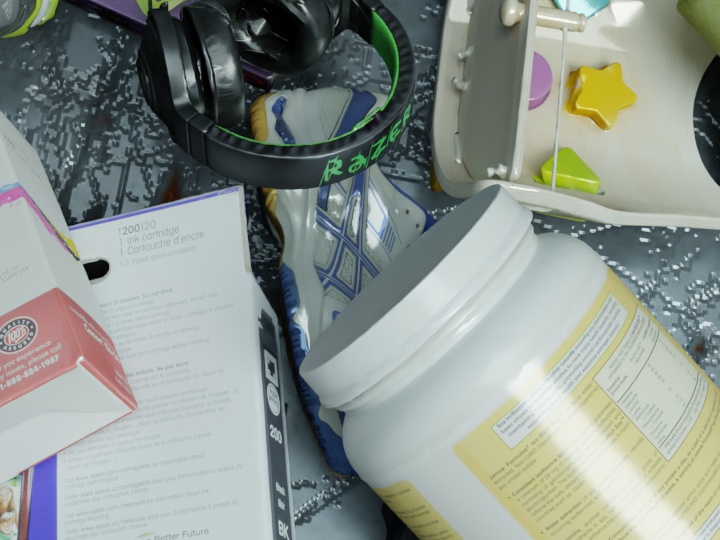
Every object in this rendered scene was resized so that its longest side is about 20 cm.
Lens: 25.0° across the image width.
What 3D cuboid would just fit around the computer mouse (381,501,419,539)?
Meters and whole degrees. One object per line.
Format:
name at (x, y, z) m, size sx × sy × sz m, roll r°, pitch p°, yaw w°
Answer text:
computer mouse at (0.028, 0.152, 0.768) m, size 0.058 × 0.034 × 0.200 m, roll 29°, pitch 55°, yaw -7°

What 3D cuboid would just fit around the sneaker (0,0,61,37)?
sneaker at (-0.253, -0.155, 0.806) m, size 0.199 × 0.081 × 0.074 m, roll 8°, pitch 110°, yaw 1°

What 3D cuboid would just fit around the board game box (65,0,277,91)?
board game box at (-0.115, -0.190, 0.867) m, size 0.199 × 0.032 × 0.120 m, roll 25°, pitch 81°, yaw 0°

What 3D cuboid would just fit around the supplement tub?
supplement tub at (0.084, 0.076, 0.724) m, size 0.145 × 0.145 × 0.200 m, roll -44°, pitch 96°, yaw -12°

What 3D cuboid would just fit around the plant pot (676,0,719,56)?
plant pot at (0.262, -0.121, 0.785) m, size 0.184 × 0.200 × 0.201 m, roll 38°, pitch 77°, yaw -3°

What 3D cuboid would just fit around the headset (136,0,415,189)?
headset at (-0.062, -0.124, 0.788) m, size 0.200 × 0.094 × 0.123 m, roll 37°, pitch 60°, yaw 24°

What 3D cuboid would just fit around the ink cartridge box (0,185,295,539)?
ink cartridge box at (-0.133, 0.074, 0.761) m, size 0.197 × 0.043 × 0.201 m, roll -12°, pitch 63°, yaw 12°

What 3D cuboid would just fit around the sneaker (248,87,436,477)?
sneaker at (0.000, 0.000, 0.812) m, size 0.088 × 0.075 × 0.201 m, roll -8°, pitch 79°, yaw -7°

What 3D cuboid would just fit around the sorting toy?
sorting toy at (0.136, -0.096, 0.838) m, size 0.179 × 0.107 × 0.201 m, roll 13°, pitch 69°, yaw -13°

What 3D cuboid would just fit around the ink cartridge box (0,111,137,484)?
ink cartridge box at (-0.195, -0.001, 0.755) m, size 0.116 × 0.068 × 0.200 m, roll -28°, pitch 61°, yaw 3°
